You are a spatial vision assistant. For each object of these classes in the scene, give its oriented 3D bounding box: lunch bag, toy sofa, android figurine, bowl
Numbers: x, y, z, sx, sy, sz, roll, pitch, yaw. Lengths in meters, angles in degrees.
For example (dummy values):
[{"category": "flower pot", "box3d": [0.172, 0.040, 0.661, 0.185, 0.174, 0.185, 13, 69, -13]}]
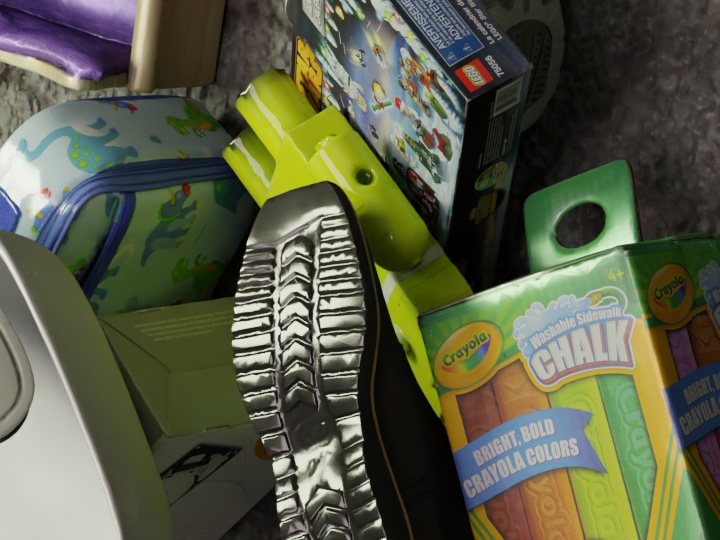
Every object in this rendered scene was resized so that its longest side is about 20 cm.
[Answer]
[{"category": "lunch bag", "box3d": [-0.151, 0.005, 1.471, 0.082, 0.160, 0.200, 46, 120, 27]}, {"category": "toy sofa", "box3d": [-0.173, -0.159, 1.515, 0.199, 0.097, 0.083, 20, 107, 37]}, {"category": "android figurine", "box3d": [0.000, 0.000, 1.377, 0.200, 0.041, 0.182, 56, 160, 12]}, {"category": "bowl", "box3d": [-0.176, 0.096, 1.356, 0.200, 0.074, 0.201, -37, 71, 35]}]

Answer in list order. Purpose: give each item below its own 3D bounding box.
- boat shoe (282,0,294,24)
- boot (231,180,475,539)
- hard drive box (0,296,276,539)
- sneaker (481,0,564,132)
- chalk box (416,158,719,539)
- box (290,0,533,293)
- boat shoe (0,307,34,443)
[{"category": "boat shoe", "box3d": [-0.003, -0.213, 1.384, 0.062, 0.071, 0.201, 24, 105, 23]}, {"category": "boot", "box3d": [0.014, 0.065, 1.301, 0.077, 0.138, 0.201, -13, 77, 34]}, {"category": "hard drive box", "box3d": [-0.122, 0.103, 1.460, 0.200, 0.156, 0.077, -45, 67, 34]}, {"category": "sneaker", "box3d": [0.055, -0.169, 1.343, 0.099, 0.078, 0.201, 27, 110, 38]}, {"category": "chalk box", "box3d": [0.118, 0.053, 1.278, 0.125, 0.124, 0.201, -22, 81, 37]}, {"category": "box", "box3d": [0.019, -0.083, 1.331, 0.137, 0.040, 0.200, 53, 160, 23]}, {"category": "boat shoe", "box3d": [-0.230, 0.023, 1.311, 0.200, 0.074, 0.060, 32, 154, 19]}]
